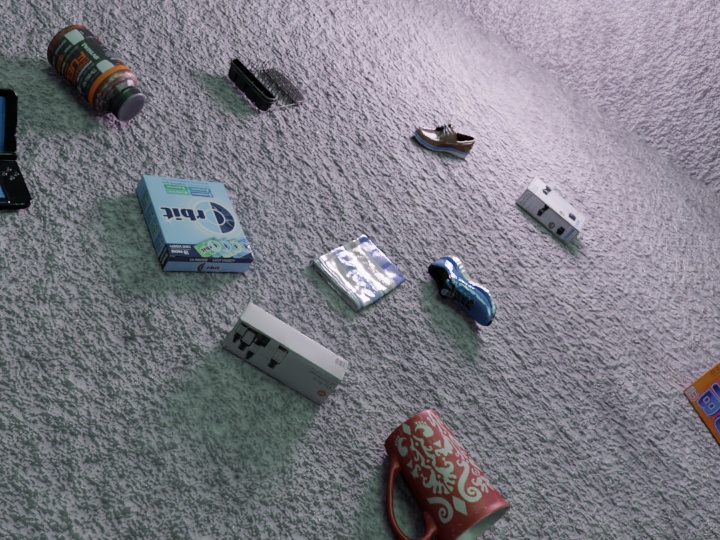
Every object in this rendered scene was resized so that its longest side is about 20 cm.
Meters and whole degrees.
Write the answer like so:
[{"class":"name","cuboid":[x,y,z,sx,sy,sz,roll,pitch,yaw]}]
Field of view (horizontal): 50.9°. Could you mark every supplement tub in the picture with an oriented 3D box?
[{"class":"supplement tub","cuboid":[-0.522,-0.389,1.511,0.200,0.107,0.107,43,36,8]}]

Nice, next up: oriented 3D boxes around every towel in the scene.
[{"class":"towel","cuboid":[0.000,0.000,1.596,0.147,0.024,0.200,47,37,11]}]

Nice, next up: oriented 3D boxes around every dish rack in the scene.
[{"class":"dish rack","cuboid":[-0.224,-0.467,1.891,0.154,0.055,0.200,48,37,12]}]

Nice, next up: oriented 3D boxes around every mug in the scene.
[{"class":"mug","cuboid":[0.121,0.343,1.236,0.177,0.134,0.200,-4,49,-44]}]

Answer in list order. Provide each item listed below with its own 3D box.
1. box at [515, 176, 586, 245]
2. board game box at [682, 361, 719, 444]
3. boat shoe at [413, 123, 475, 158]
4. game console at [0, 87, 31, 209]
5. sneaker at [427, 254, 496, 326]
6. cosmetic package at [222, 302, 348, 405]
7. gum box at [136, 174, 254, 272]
[{"class":"box","cuboid":[0.563,-0.178,2.232,0.200,0.060,0.117,41,36,5]},{"class":"board game box","cuboid":[1.001,0.330,1.925,0.199,0.200,0.201,5,46,-36]},{"class":"boat shoe","cuboid":[0.244,-0.387,2.181,0.199,0.072,0.073,8,45,-34]},{"class":"game console","cuboid":[-0.632,-0.194,1.197,0.199,0.117,0.176,-6,54,-43]},{"class":"sneaker","cuboid":[0.220,0.053,1.691,0.089,0.079,0.200,-15,52,-39]},{"class":"cosmetic package","cuboid":[-0.127,0.143,1.283,0.199,0.083,0.051,32,39,-7]},{"class":"gum box","cuboid":[-0.309,-0.086,1.412,0.169,0.045,0.201,2,48,-39]}]
